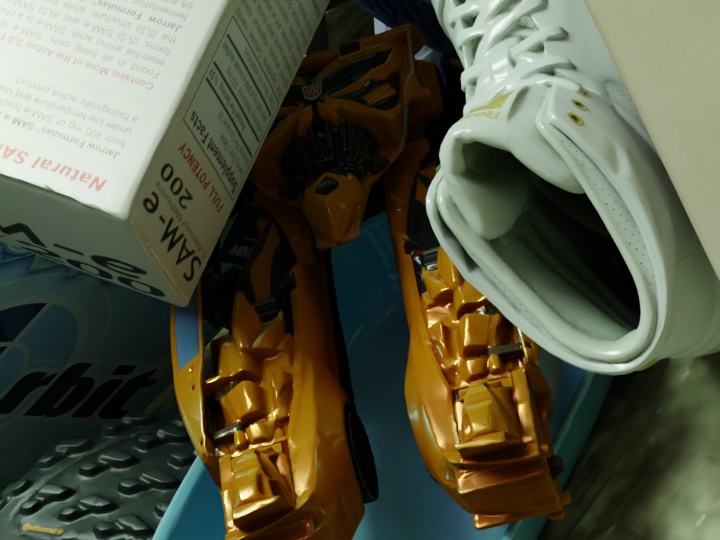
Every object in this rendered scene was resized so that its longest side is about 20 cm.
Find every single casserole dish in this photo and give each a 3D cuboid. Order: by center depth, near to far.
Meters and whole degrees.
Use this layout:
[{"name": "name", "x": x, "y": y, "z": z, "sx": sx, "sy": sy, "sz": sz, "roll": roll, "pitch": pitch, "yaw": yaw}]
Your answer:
[{"name": "casserole dish", "x": 0.012, "y": 0.063, "z": 0.748, "sx": 0.121, "sy": 0.039, "sz": 0.200, "roll": 12, "pitch": 61, "yaw": 35}]

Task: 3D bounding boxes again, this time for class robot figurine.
[{"name": "robot figurine", "x": 0.000, "y": 0.000, "z": 0.737, "sx": 0.145, "sy": 0.058, "sz": 0.200, "roll": -17, "pitch": 49, "yaw": 9}]

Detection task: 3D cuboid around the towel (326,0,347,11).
[{"name": "towel", "x": 0.003, "y": -0.167, "z": 0.982, "sx": 0.200, "sy": 0.023, "sz": 0.144, "roll": -17, "pitch": 43, "yaw": 49}]

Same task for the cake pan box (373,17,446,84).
[{"name": "cake pan box", "x": 0.087, "y": -0.161, "z": 0.940, "sx": 0.184, "sy": 0.052, "sz": 0.200, "roll": -31, "pitch": 33, "yaw": 22}]

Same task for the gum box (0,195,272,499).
[{"name": "gum box", "x": -0.130, "y": 0.026, "z": 0.859, "sx": 0.200, "sy": 0.170, "sz": 0.045, "roll": -45, "pitch": 66, "yaw": 19}]

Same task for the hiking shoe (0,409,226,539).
[{"name": "hiking shoe", "x": -0.098, "y": 0.113, "z": 0.822, "sx": 0.199, "sy": 0.087, "sz": 0.075, "roll": -22, "pitch": 45, "yaw": -2}]

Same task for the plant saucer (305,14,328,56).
[{"name": "plant saucer", "x": -0.074, "y": -0.085, "z": 0.983, "sx": 0.200, "sy": 0.034, "sz": 0.201, "roll": 3, "pitch": 94, "yaw": 51}]

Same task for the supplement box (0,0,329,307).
[{"name": "supplement box", "x": -0.076, "y": -0.106, "z": 0.732, "sx": 0.126, "sy": 0.074, "sz": 0.201, "roll": 19, "pitch": 74, "yaw": 19}]

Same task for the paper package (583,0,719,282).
[{"name": "paper package", "x": 0.148, "y": -0.121, "z": 0.628, "sx": 0.190, "sy": 0.103, "sz": 0.201, "roll": -34, "pitch": 74, "yaw": 39}]

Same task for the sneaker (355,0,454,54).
[{"name": "sneaker", "x": 0.072, "y": -0.096, "z": 0.804, "sx": 0.200, "sy": 0.070, "sz": 0.078, "roll": 36, "pitch": 81, "yaw": 31}]

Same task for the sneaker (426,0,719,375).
[{"name": "sneaker", "x": 0.052, "y": -0.062, "z": 0.686, "sx": 0.074, "sy": 0.200, "sz": 0.115, "roll": -35, "pitch": -11, "yaw": 28}]
